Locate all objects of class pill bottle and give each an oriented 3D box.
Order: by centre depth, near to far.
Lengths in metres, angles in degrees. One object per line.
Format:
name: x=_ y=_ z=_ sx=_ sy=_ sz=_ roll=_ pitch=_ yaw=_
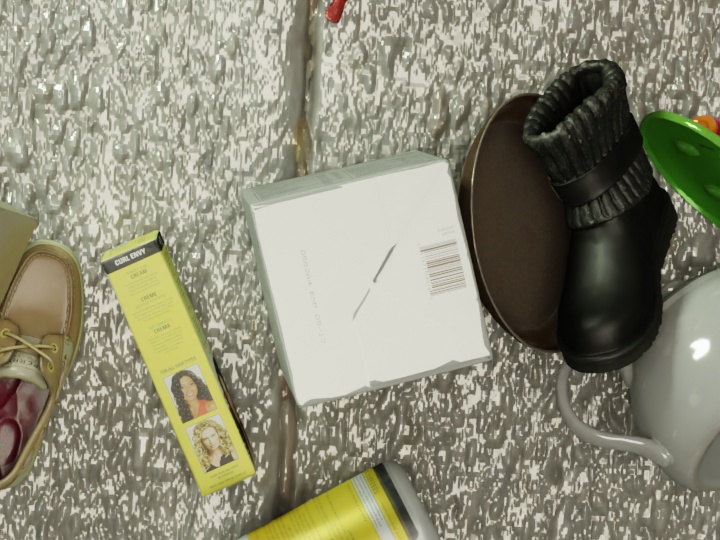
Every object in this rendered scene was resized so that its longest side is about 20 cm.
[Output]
pill bottle: x=-0.034 y=0.240 z=1.762 sx=0.199 sy=0.112 sz=0.113 roll=-27 pitch=97 yaw=-3

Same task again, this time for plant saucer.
plant saucer: x=0.130 y=-0.035 z=1.740 sx=0.032 sy=0.200 sz=0.202 roll=-7 pitch=98 yaw=37

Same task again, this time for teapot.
teapot: x=0.278 y=0.068 z=1.763 sx=0.198 sy=0.199 sz=0.146 roll=-49 pitch=61 yaw=21

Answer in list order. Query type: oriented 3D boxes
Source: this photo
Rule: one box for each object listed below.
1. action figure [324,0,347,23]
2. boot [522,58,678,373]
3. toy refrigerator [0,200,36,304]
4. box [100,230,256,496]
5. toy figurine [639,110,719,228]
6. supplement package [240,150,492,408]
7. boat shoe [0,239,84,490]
action figure: x=0.023 y=-0.276 z=1.712 sx=0.065 sy=0.052 sz=0.200 roll=40 pitch=117 yaw=-3
boot: x=0.174 y=-0.042 z=1.707 sx=0.079 sy=0.212 sz=0.158 roll=-8 pitch=131 yaw=24
toy refrigerator: x=-0.329 y=0.033 z=1.726 sx=0.076 sy=0.070 sz=0.201 roll=25 pitch=92 yaw=26
box: x=-0.141 y=0.071 z=1.757 sx=0.050 sy=0.075 sz=0.201 roll=-23 pitch=98 yaw=-1
toy figurine: x=0.346 y=-0.127 z=1.746 sx=0.184 sy=0.200 sz=0.150 roll=-48 pitch=123 yaw=-11
supplement package: x=0.000 y=0.000 z=1.699 sx=0.150 sy=0.200 sz=0.153 roll=-13 pitch=96 yaw=-4
boat shoe: x=-0.259 y=0.077 z=1.747 sx=0.073 sy=0.066 sz=0.202 roll=12 pitch=94 yaw=-7
